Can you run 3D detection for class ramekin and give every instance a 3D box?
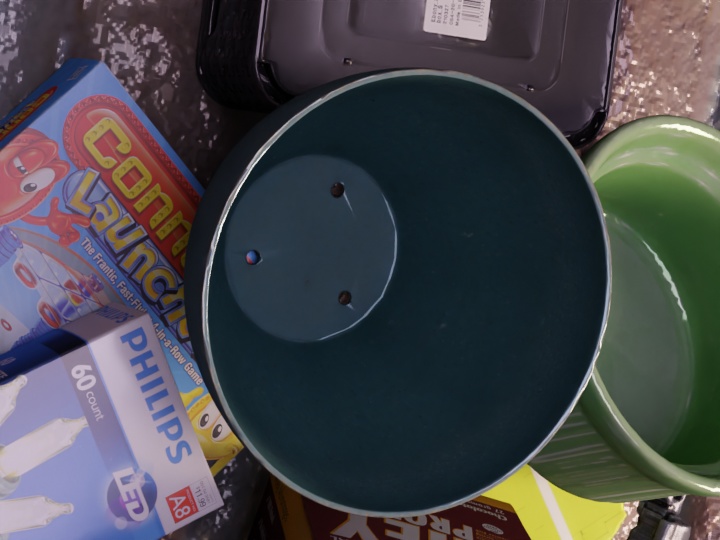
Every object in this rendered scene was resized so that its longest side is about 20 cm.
[{"bbox_3d":[0.149,0.028,1.070,0.199,0.097,0.202,13,68,-35],"label":"ramekin"}]

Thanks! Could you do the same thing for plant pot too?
[{"bbox_3d":[0.000,0.000,0.951,0.198,0.135,0.202,-4,102,-21],"label":"plant pot"}]

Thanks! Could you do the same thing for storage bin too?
[{"bbox_3d":[0.027,-0.140,1.037,0.198,0.094,0.137,6,93,-23],"label":"storage bin"}]

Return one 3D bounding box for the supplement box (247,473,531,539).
[{"bbox_3d":[0.001,0.219,0.976,0.132,0.197,0.202,17,100,-12],"label":"supplement box"}]

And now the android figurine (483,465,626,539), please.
[{"bbox_3d":[0.068,0.119,1.109,0.199,0.041,0.183,-31,107,-17],"label":"android figurine"}]

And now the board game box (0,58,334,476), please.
[{"bbox_3d":[-0.146,0.034,0.998,0.196,0.056,0.200,-44,110,-14],"label":"board game box"}]

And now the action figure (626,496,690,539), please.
[{"bbox_3d":[0.194,0.206,1.138,0.192,0.104,0.202,7,102,-39],"label":"action figure"}]

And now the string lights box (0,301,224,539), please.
[{"bbox_3d":[-0.175,0.103,0.929,0.199,0.059,0.104,-26,104,-19],"label":"string lights box"}]
